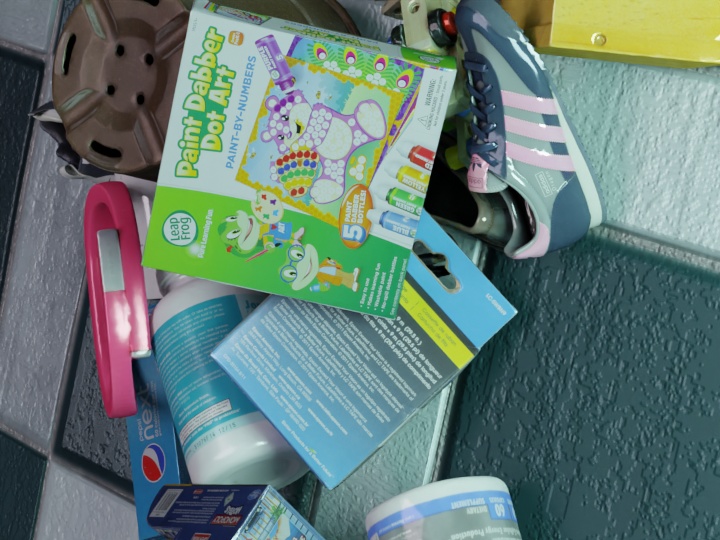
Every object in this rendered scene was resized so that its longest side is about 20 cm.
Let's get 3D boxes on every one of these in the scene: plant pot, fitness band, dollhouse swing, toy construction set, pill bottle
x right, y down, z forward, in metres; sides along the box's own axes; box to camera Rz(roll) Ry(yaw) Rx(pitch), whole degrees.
[{"bbox_3d":[-0.125,-0.145,1.625,0.199,0.198,0.202,-1,89,33],"label":"plant pot"},{"bbox_3d":[-0.208,0.024,1.750,0.144,0.037,0.202,157,108,-77],"label":"fitness band"},{"bbox_3d":[0.196,-0.249,1.494,0.180,0.176,0.202,6,91,5],"label":"dollhouse swing"},{"bbox_3d":[0.065,-0.177,1.570,0.092,0.131,0.201,-34,56,19],"label":"toy construction set"},{"bbox_3d":[-0.111,0.080,1.698,0.111,0.110,0.201,-39,60,37],"label":"pill bottle"},{"bbox_3d":[0.079,0.263,1.510,0.114,0.113,0.201,-32,65,40],"label":"pill bottle"}]

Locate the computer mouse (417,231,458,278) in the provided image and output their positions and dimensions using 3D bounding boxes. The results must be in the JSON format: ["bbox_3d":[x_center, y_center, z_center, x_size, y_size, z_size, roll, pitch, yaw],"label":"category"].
[{"bbox_3d":[0.000,0.000,1.645,0.199,0.034,0.059,-17,73,44],"label":"computer mouse"}]

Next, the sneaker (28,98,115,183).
[{"bbox_3d":[-0.238,-0.169,1.862,0.079,0.129,0.201,178,92,-64],"label":"sneaker"}]

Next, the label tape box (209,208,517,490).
[{"bbox_3d":[0.005,0.050,1.592,0.200,0.063,0.144,-43,83,3],"label":"label tape box"}]

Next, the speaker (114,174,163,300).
[{"bbox_3d":[-0.176,-0.076,1.804,0.081,0.081,0.202,0,99,46],"label":"speaker"}]

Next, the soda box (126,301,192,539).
[{"bbox_3d":[-0.162,0.133,1.810,0.068,0.064,0.202,-20,72,44],"label":"soda box"}]

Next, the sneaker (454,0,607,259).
[{"bbox_3d":[0.104,-0.099,1.470,0.201,0.082,0.070,62,167,-16],"label":"sneaker"}]

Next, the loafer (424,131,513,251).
[{"bbox_3d":[0.055,-0.071,1.602,0.200,0.063,0.072,28,106,44],"label":"loafer"}]

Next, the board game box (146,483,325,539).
[{"bbox_3d":[-0.060,0.251,1.623,0.062,0.200,0.200,-55,20,-22],"label":"board game box"}]

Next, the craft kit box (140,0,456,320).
[{"bbox_3d":[-0.046,-0.080,1.499,0.049,0.196,0.201,-82,4,-70],"label":"craft kit box"}]
